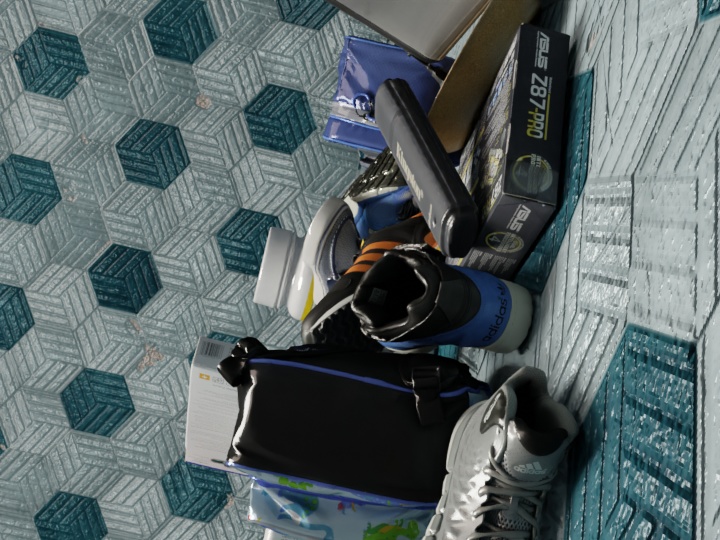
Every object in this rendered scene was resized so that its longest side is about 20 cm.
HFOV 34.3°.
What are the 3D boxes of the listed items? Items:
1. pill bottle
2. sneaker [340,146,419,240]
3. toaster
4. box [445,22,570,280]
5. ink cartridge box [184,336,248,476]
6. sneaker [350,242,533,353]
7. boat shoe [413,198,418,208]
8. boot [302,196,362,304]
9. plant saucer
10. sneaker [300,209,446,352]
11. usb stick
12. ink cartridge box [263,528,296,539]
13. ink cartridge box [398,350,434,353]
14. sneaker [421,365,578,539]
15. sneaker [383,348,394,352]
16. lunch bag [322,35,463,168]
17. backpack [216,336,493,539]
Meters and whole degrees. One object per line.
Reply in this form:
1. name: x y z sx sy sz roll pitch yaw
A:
1. pill bottle: -0.024 0.015 1.425 0.114 0.198 0.115 -167 90 -85
2. sneaker: 0.034 -0.066 1.180 0.079 0.089 0.200 -53 6 -18
3. toaster: 0.043 -0.304 1.075 0.119 0.199 0.182 -42 29 43
4. box: 0.116 -0.077 0.960 0.200 0.049 0.162 111 172 -61
5. ink cartridge box: -0.114 0.135 1.096 0.201 0.094 0.037 105 177 -52
6. sneaker: 0.033 0.023 0.908 0.200 0.111 0.077 4 77 62
7. boat shoe: 0.076 -0.048 1.270 0.066 0.073 0.201 114 158 -49
8. boot: 0.000 0.000 1.176 0.073 0.090 0.200 -57 -15 -18
9. plant saucer: 0.113 -0.181 1.056 0.201 0.035 0.200 -58 -5 -9
10. sneaker: 0.016 0.009 1.067 0.090 0.199 0.070 34 148 43
11. usb stick: 0.051 -0.088 0.956 0.201 0.032 0.056 -113 27 -46
12. ink cartridge box: -0.002 0.187 1.064 0.084 0.143 0.202 126 157 -79
13. ink cartridge box: -0.007 0.181 1.236 0.129 0.124 0.202 115 166 -67
14. sneaker: 0.081 0.142 0.677 0.116 0.074 0.201 113 169 -52
15. sneaker: 0.050 0.022 1.141 0.200 0.073 0.071 -48 -22 -19
16. lunch bag: 0.047 -0.171 1.258 0.200 0.135 0.133 -14 -62 -67
17. backpack: 0.005 0.131 0.873 0.200 0.181 0.148 6 -89 -74
